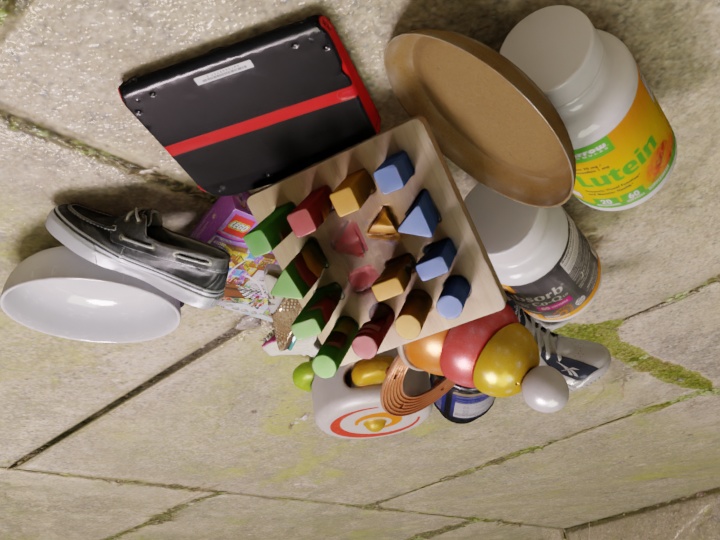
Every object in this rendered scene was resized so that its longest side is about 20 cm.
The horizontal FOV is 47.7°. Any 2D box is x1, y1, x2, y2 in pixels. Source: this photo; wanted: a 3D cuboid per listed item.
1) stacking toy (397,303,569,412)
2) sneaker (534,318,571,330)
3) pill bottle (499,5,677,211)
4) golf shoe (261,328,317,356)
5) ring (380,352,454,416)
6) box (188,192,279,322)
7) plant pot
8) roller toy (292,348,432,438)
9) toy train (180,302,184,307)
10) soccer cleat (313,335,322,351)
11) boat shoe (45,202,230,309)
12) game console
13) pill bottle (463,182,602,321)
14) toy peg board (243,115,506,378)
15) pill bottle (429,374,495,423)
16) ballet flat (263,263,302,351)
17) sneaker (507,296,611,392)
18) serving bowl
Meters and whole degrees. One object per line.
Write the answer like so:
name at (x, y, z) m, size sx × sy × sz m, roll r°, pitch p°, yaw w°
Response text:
stacking toy at (0.149, 0.094, 0.914) m, size 0.145 × 0.200 × 0.147 m, roll -24°, pitch 132°, yaw -29°
sneaker at (0.264, 0.035, 1.116) m, size 0.099 × 0.076 × 0.200 m, roll -6°, pitch 160°, yaw -18°
pill bottle at (0.200, -0.141, 0.722) m, size 0.110 × 0.112 × 0.200 m, roll -23°, pitch 148°, yaw 27°
golf shoe at (-0.057, 0.092, 1.091) m, size 0.199 × 0.075 × 0.092 m, roll -26°, pitch 103°, yaw 44°
ring at (0.101, 0.115, 1.096) m, size 0.199 × 0.019 × 0.202 m, roll -31°, pitch 144°, yaw -25°
box at (-0.106, -0.007, 0.939) m, size 0.199 × 0.039 × 0.137 m, roll 21°, pitch 125°, yaw -41°
plant pot at (0.104, -0.131, 0.688) m, size 0.028 × 0.199 × 0.200 m, roll -49°, pitch 152°, yaw -11°
roller toy at (0.017, 0.172, 1.223) m, size 0.181 × 0.141 × 0.199 m, roll 20°, pitch 141°, yaw -41°
toy train at (-0.145, 0.024, 1.031) m, size 0.198 × 0.034 × 0.046 m, roll 1°, pitch 140°, yaw -15°
soccer cleat at (0.000, 0.000, 0.876) m, size 0.069 × 0.202 × 0.077 m, roll 22°, pitch -164°, yaw 26°
boat shoe at (-0.225, -0.033, 0.846) m, size 0.198 × 0.072 × 0.071 m, roll 24°, pitch 107°, yaw -4°
game console at (-0.092, -0.143, 0.747) m, size 0.198 × 0.031 × 0.177 m, roll -15°, pitch 147°, yaw 14°
pill bottle at (0.194, -0.024, 0.930) m, size 0.116 × 0.117 × 0.200 m, roll -22°, pitch 149°, yaw 25°
toy peg board at (0.005, -0.005, 0.762) m, size 0.198 × 0.098 × 0.201 m, roll -21°, pitch 106°, yaw 24°
pill bottle at (0.164, 0.171, 1.284) m, size 0.110 × 0.113 × 0.201 m, roll -7°, pitch 152°, yaw -1°
ballet flat at (-0.067, -0.009, 0.878) m, size 0.065 × 0.071 × 0.202 m, roll 21°, pitch 104°, yaw -13°
sneaker at (0.217, 0.085, 1.040) m, size 0.197 × 0.080 × 0.130 m, roll 4°, pitch 136°, yaw 21°
serving bowl at (-0.305, 0.021, 0.940) m, size 0.198 × 0.067 × 0.201 m, roll 0°, pitch 156°, yaw 0°
